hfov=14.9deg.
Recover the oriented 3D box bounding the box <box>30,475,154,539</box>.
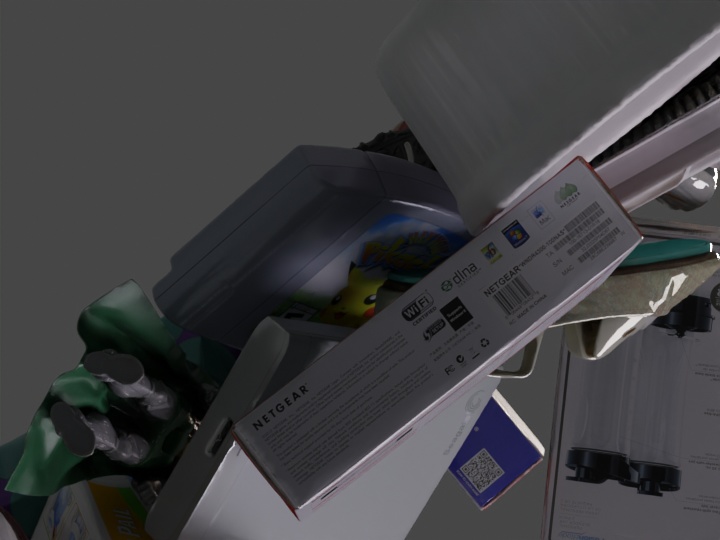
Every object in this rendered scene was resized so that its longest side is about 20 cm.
[{"bbox_3d":[-0.104,0.195,1.433,0.102,0.112,0.200,-66,-154,17],"label":"box"}]

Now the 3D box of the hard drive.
[{"bbox_3d":[-0.016,0.092,1.463,0.200,0.026,0.132,10,114,-54],"label":"hard drive"}]

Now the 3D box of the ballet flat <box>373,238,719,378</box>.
[{"bbox_3d":[0.098,0.023,1.453,0.200,0.063,0.067,-6,-172,-21],"label":"ballet flat"}]

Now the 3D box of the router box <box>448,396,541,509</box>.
[{"bbox_3d":[0.032,0.053,1.711,0.049,0.200,0.179,-40,175,2],"label":"router box"}]

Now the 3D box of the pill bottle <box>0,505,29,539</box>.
[{"bbox_3d":[-0.217,0.156,1.351,0.113,0.113,0.200,-38,176,-8],"label":"pill bottle"}]

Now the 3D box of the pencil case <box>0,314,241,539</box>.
[{"bbox_3d":[-0.141,0.094,1.542,0.200,0.085,0.092,-39,-146,3],"label":"pencil case"}]

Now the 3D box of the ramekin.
[{"bbox_3d":[0.102,-0.114,1.275,0.200,0.098,0.200,-38,175,-4],"label":"ramekin"}]

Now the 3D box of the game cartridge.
[{"bbox_3d":[0.000,0.000,1.449,0.133,0.041,0.200,-44,145,19],"label":"game cartridge"}]

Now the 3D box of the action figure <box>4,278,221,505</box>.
[{"bbox_3d":[-0.106,0.081,1.418,0.118,0.055,0.200,-55,160,-1],"label":"action figure"}]

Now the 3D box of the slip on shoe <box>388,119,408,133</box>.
[{"bbox_3d":[0.095,-0.110,1.588,0.200,0.074,0.061,-31,139,-21],"label":"slip on shoe"}]

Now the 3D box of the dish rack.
[{"bbox_3d":[0.180,-0.075,1.475,0.171,0.044,0.200,-29,-176,35],"label":"dish rack"}]

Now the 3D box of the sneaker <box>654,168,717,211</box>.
[{"bbox_3d":[0.158,-0.103,1.659,0.077,0.078,0.200,-50,-141,6],"label":"sneaker"}]

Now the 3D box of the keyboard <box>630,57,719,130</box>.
[{"bbox_3d":[0.155,-0.097,1.488,0.200,0.021,0.127,-36,-175,-26],"label":"keyboard"}]

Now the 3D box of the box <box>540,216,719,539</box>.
[{"bbox_3d":[0.175,0.072,1.637,0.116,0.200,0.060,6,-172,9],"label":"box"}]

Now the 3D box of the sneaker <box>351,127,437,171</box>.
[{"bbox_3d":[0.008,0.002,1.559,0.074,0.079,0.200,-105,-146,-47],"label":"sneaker"}]

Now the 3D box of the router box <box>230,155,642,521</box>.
[{"bbox_3d":[0.033,0.038,1.301,0.200,0.049,0.180,-38,175,-5],"label":"router box"}]
